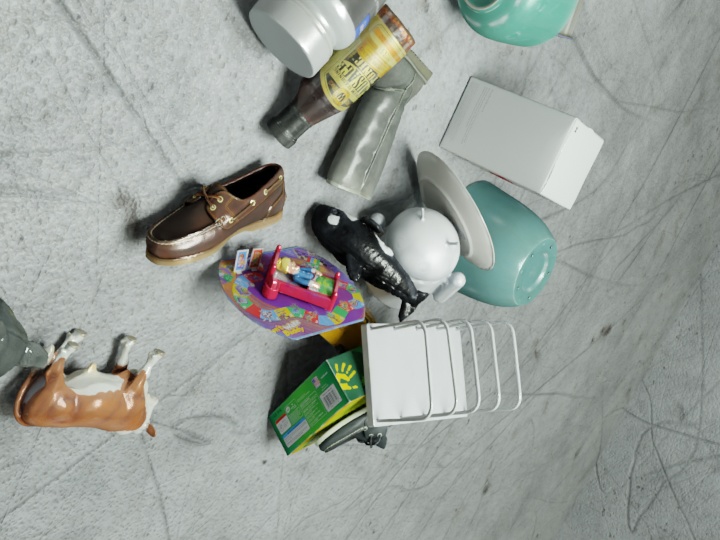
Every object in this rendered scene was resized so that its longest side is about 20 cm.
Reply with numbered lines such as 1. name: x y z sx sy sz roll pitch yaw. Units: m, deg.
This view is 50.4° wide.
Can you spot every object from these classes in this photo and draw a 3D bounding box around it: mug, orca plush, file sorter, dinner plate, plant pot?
1. mug: 0.195 -0.399 1.035 0.113 0.186 0.153 -5 143 -41
2. orca plush: 0.000 0.000 1.051 0.201 0.104 0.071 53 46 -20
3. file sorter: 0.116 0.139 1.079 0.198 0.123 0.142 4 77 -41
4. dinner plate: 0.133 -0.083 1.135 0.024 0.201 0.201 -32 140 -9
5. plant pot: 0.242 -0.032 1.330 0.199 0.160 0.203 -30 135 -34

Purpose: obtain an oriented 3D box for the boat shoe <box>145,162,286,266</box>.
1. boat shoe: -0.165 -0.072 0.886 0.199 0.070 0.071 -34 146 -43

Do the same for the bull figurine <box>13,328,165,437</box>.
1. bull figurine: -0.296 0.137 0.884 0.199 0.065 0.123 12 102 -56

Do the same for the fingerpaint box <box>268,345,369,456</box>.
1. fingerpaint box: -0.023 0.184 1.168 0.165 0.074 0.200 -17 158 -42

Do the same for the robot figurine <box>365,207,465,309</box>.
1. robot figurine: 0.075 -0.018 1.134 0.114 0.168 0.200 -60 -174 -34

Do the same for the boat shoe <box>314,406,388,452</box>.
1. boat shoe: 0.029 0.231 1.145 0.197 0.067 0.075 -25 166 -24

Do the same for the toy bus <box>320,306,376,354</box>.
1. toy bus: -0.033 0.063 1.124 0.064 0.079 0.200 -30 144 8

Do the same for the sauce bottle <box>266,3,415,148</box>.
1. sauce bottle: -0.026 -0.224 0.907 0.200 0.066 0.066 -42 146 12

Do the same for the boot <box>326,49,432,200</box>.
1. boot: 0.005 -0.204 1.007 0.181 0.072 0.202 24 103 -52

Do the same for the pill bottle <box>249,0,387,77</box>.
1. pill bottle: -0.024 -0.318 0.837 0.201 0.113 0.114 -52 144 -9

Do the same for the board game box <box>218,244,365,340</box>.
1. board game box: -0.078 0.010 0.970 0.198 0.158 0.039 -12 136 -45

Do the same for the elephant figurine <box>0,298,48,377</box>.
1. elephant figurine: -0.411 0.075 0.668 0.199 0.156 0.141 -35 -177 -13

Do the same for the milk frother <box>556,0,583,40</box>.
1. milk frother: 0.338 -0.434 1.122 0.179 0.199 0.191 -12 125 -50

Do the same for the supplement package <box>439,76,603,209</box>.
1. supplement package: 0.247 -0.196 1.181 0.120 0.199 0.121 14 105 -52
